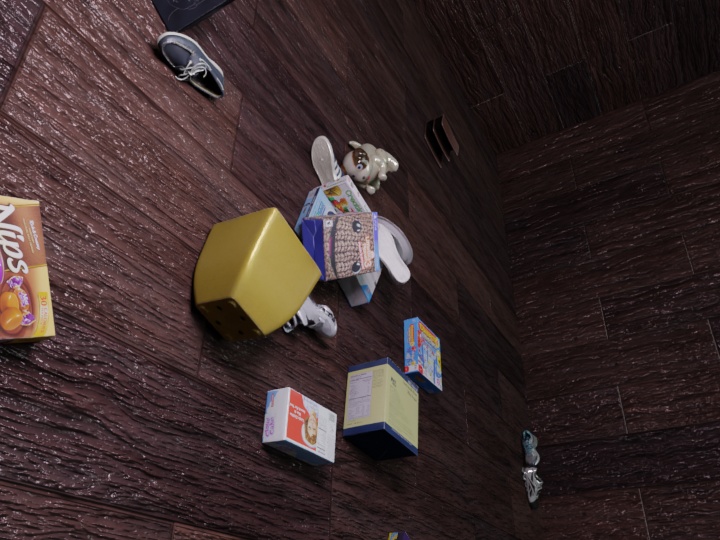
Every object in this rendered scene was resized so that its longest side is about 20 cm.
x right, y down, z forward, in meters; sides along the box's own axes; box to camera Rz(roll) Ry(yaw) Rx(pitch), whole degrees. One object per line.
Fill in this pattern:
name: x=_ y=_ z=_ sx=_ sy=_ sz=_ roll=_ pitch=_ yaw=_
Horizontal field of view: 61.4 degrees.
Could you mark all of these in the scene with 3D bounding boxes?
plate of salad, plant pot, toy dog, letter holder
plate of salad: x=0.096 y=-0.100 z=1.958 sx=0.048 sy=0.197 sz=0.203 roll=-44 pitch=119 yaw=-27
plant pot: x=-0.230 y=0.028 z=1.245 sx=0.196 sy=0.191 sz=0.203 roll=55 pitch=41 yaw=-33
toy dog: x=0.015 y=-0.352 z=1.993 sx=0.197 sy=0.138 sz=0.199 roll=59 pitch=27 yaw=-1
letter holder: x=0.393 y=-0.620 z=2.936 sx=0.201 sy=0.098 sz=0.145 roll=54 pitch=34 yaw=-36

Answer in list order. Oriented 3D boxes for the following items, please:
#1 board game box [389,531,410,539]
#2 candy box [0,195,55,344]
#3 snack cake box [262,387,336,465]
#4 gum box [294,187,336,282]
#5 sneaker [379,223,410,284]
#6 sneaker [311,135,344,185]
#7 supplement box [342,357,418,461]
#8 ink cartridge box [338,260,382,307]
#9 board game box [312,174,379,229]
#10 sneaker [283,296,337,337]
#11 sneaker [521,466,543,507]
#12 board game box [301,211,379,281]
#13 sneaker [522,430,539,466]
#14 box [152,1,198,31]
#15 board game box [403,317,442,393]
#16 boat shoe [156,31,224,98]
board game box: x=0.122 y=0.844 z=1.631 sx=0.204 sy=0.055 sz=0.167 roll=63 pitch=29 yaw=-23
candy box: x=-0.503 y=-0.001 z=0.846 sx=0.116 sy=0.055 sz=0.207 roll=6 pitch=72 yaw=-62
snack cake box: x=-0.134 y=0.358 z=1.375 sx=0.200 sy=0.066 sz=0.118 roll=44 pitch=41 yaw=-46
gum box: x=-0.100 y=-0.101 z=1.720 sx=0.202 sy=0.043 sz=0.173 roll=56 pitch=32 yaw=-32
sneaker: x=0.088 y=-0.044 z=1.911 sx=0.204 sy=0.072 sz=0.116 roll=63 pitch=-4 yaw=8
sneaker: x=-0.090 y=-0.308 z=1.829 sx=0.085 sy=0.073 sz=0.206 roll=-46 pitch=126 yaw=-59
supplement box: x=0.061 y=0.386 z=1.673 sx=0.200 sy=0.131 sz=0.205 roll=47 pitch=37 yaw=-43
ink cartridge box: x=0.000 y=0.000 z=1.838 sx=0.118 sy=0.066 sz=0.202 roll=63 pitch=28 yaw=-24
board game box: x=-0.042 y=-0.177 z=1.787 sx=0.202 sy=0.123 sz=0.035 roll=54 pitch=32 yaw=-34
sneaker: x=-0.135 y=0.121 z=1.500 sx=0.202 sy=0.074 sz=0.117 roll=53 pitch=33 yaw=-27
sneaker: x=0.846 y=1.054 z=2.933 sx=0.074 sy=0.086 sz=0.207 roll=-13 pitch=89 yaw=-65
board game box: x=-0.051 y=-0.068 z=1.627 sx=0.196 sy=0.095 sz=0.165 roll=-11 pitch=102 yaw=-42
sneaker: x=0.845 y=0.896 z=3.052 sx=0.087 sy=0.077 sz=0.202 roll=48 pitch=27 yaw=-21
box: x=-0.369 y=-0.663 z=1.322 sx=0.204 sy=0.192 sz=0.125 roll=62 pitch=29 yaw=-22
board game box: x=0.220 y=0.300 z=2.127 sx=0.200 sy=0.054 sz=0.201 roll=43 pitch=40 yaw=-47
boat shoe: x=-0.371 y=-0.449 z=1.343 sx=0.200 sy=0.073 sz=0.063 roll=37 pitch=32 yaw=-64
